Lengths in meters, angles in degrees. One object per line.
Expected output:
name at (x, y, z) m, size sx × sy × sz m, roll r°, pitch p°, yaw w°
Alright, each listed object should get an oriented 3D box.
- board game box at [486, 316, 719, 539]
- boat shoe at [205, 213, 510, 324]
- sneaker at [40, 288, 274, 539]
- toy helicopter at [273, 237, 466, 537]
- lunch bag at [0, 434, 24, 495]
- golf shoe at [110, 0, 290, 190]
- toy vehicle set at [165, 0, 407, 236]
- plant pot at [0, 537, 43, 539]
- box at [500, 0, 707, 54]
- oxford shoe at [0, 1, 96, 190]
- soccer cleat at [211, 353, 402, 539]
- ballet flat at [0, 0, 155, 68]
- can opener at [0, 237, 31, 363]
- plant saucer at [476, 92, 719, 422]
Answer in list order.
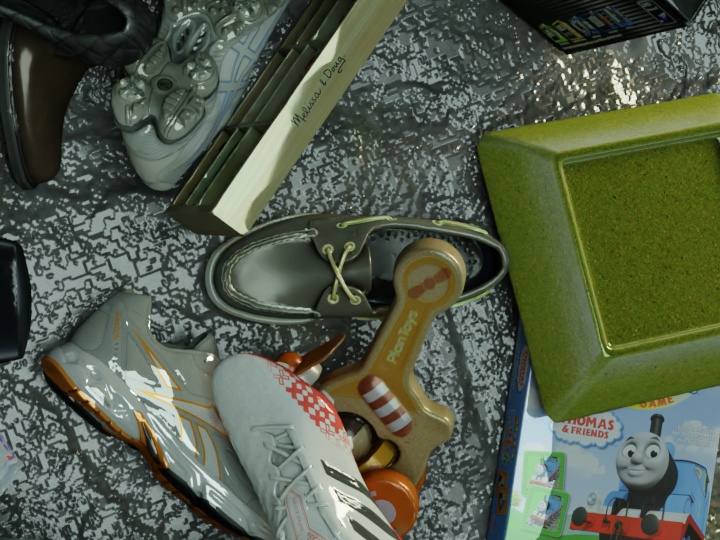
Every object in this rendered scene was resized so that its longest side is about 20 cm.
board game box at (0.171, 0.117, 1.577) m, size 0.150 × 0.037 × 0.202 m, roll 9°, pitch 87°, yaw -18°
boat shoe at (0.000, -0.003, 1.507) m, size 0.200 × 0.060 × 0.073 m, roll -4°, pitch 92°, yaw -18°
sneaker at (-0.103, 0.093, 1.470) m, size 0.200 × 0.076 × 0.092 m, roll 44°, pitch 74°, yaw -15°
toy helicopter at (0.005, 0.065, 1.475) m, size 0.131 × 0.079 × 0.201 m, roll 24°, pitch 111°, yaw -1°
lunch bag at (-0.332, 0.111, 1.366) m, size 0.199 × 0.127 × 0.170 m, roll -33°, pitch 99°, yaw 14°
golf shoe at (-0.099, -0.139, 1.474) m, size 0.078 × 0.098 × 0.201 m, roll 25°, pitch 58°, yaw 13°
toy vehicle set at (-0.044, -0.110, 1.457) m, size 0.026 × 0.124 × 0.201 m, roll 37°, pitch 80°, yaw -16°
plant pot at (-0.219, 0.250, 1.372) m, size 0.198 × 0.188 × 0.202 m, roll 0°, pitch 90°, yaw -18°
box at (0.109, -0.221, 1.467) m, size 0.193 × 0.200 × 0.048 m, roll 36°, pitch 79°, yaw -16°
oxford shoe at (-0.180, -0.148, 1.428) m, size 0.084 × 0.073 × 0.202 m, roll 8°, pitch 90°, yaw 6°
soccer cleat at (-0.031, 0.141, 1.422) m, size 0.068 × 0.085 × 0.201 m, roll -30°, pitch 96°, yaw 27°
ballet flat at (-0.210, -0.182, 1.375) m, size 0.199 × 0.057 × 0.067 m, roll 24°, pitch 78°, yaw 6°
can opener at (-0.245, -0.042, 1.424) m, size 0.078 × 0.063 × 0.202 m, roll -5°, pitch 94°, yaw -1°
plant saucer at (0.197, -0.017, 1.550) m, size 0.198 × 0.048 × 0.202 m, roll -11°, pitch 81°, yaw -22°
